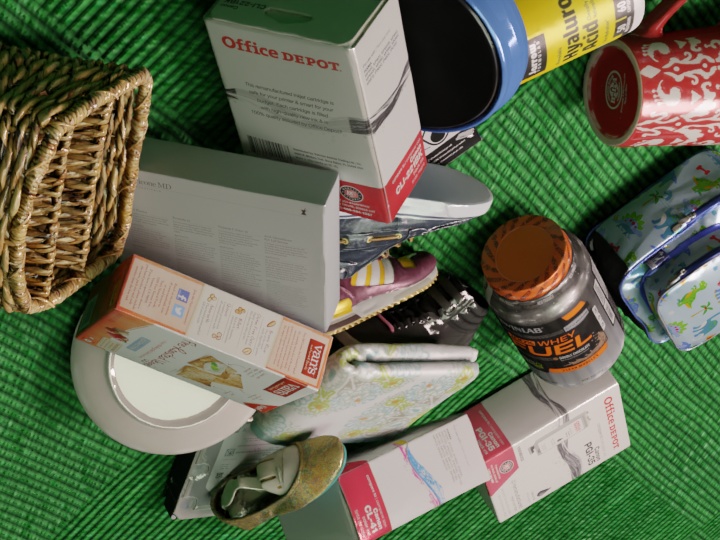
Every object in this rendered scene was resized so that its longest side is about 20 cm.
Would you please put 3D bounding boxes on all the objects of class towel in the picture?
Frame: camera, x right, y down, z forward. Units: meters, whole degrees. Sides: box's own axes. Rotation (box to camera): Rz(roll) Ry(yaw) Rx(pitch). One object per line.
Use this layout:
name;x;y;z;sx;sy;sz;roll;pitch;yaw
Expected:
towel;0.007;0.127;1.525;0.199;0.048;0.171;2;148;-40

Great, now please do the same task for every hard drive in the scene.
hard drive;-0.125;0.185;1.593;0.139;0.038;0.201;0;128;-34

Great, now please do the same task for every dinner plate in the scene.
dinner plate;-0.177;0.086;1.406;0.199;0.024;0.202;-4;105;-14

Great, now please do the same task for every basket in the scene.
basket;-0.250;-0.062;1.168;0.148;0.143;0.201;10;125;-12

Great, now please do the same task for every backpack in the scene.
backpack;0.378;-0.019;1.658;0.200;0.147;0.183;-41;141;2

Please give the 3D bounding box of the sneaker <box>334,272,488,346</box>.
sneaker;0.057;0.045;1.565;0.199;0.071;0.100;7;121;-44

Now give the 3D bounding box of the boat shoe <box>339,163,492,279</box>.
boat shoe;0.024;-0.046;1.387;0.199;0.071;0.091;-1;128;-22

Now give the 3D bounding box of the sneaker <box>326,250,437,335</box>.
sneaker;0.000;0.000;1.477;0.075;0.091;0.199;-20;-175;45

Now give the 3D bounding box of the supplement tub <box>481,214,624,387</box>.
supplement tub;0.210;0.033;1.610;0.122;0.123;0.200;-36;139;1

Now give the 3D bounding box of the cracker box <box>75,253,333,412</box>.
cracker box;-0.142;0.061;1.320;0.199;0.058;0.134;23;158;-19

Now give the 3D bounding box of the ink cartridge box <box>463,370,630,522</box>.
ink cartridge box;0.224;0.199;1.805;0.199;0.083;0.147;-29;138;-7

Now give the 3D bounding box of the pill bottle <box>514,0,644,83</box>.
pill bottle;0.148;-0.231;1.330;0.199;0.111;0.112;-26;138;-10

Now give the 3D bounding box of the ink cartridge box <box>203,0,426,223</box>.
ink cartridge box;-0.034;-0.151;1.246;0.084;0.143;0.201;-58;151;-32

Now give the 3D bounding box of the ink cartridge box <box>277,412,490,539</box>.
ink cartridge box;0.022;0.237;1.623;0.199;0.086;0.147;-18;177;-36

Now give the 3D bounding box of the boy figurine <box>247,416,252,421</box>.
boy figurine;-0.147;0.101;1.467;0.199;0.064;0.125;-25;104;-10

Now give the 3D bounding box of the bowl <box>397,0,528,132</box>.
bowl;0.043;-0.199;1.235;0.039;0.199;0.201;-57;151;-34

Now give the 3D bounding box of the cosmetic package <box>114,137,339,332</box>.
cosmetic package;-0.118;-0.033;1.296;0.198;0.052;0.151;11;136;11

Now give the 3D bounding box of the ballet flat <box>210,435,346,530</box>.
ballet flat;-0.093;0.222;1.533;0.070;0.071;0.200;6;152;-37

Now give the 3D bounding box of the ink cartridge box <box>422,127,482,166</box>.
ink cartridge box;0.013;-0.108;1.405;0.199;0.044;0.094;-35;137;0

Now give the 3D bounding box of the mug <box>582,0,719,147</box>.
mug;0.334;-0.207;1.497;0.199;0.179;0.133;-7;168;-23
